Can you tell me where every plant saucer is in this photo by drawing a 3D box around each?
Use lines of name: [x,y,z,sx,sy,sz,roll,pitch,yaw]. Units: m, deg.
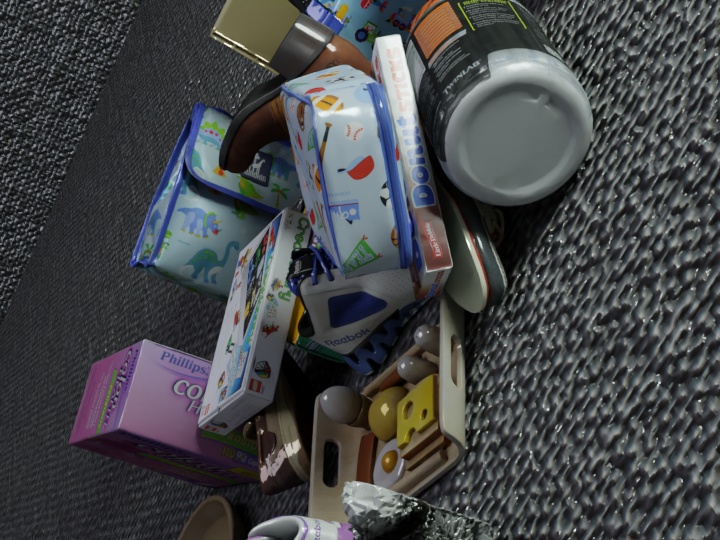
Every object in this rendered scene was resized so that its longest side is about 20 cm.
plant saucer: [-0.168,0.337,1.468,0.200,0.029,0.201,-51,27,39]

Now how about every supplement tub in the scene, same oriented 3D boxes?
supplement tub: [0.102,-0.148,1.117,0.123,0.122,0.200,-59,23,24]

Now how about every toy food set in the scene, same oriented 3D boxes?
toy food set: [0.019,0.119,1.157,0.200,0.060,0.144,-45,32,42]

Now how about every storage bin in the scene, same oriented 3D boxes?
storage bin: [-0.028,-0.298,1.483,0.201,0.198,0.094,-58,6,26]

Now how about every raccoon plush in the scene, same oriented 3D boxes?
raccoon plush: [0.011,0.219,0.949,0.096,0.200,0.135,9,78,36]

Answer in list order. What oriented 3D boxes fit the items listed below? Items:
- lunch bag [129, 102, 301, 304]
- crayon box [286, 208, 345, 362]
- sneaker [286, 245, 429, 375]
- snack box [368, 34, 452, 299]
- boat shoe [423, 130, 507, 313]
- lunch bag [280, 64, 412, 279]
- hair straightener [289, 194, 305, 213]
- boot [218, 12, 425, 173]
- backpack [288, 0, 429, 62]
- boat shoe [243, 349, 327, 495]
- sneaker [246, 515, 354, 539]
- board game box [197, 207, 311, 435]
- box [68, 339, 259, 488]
lunch bag: [-0.144,-0.068,1.585,0.127,0.169,0.201,-2,67,68]
crayon box: [-0.023,-0.018,1.378,0.201,0.058,0.119,-70,20,-2]
sneaker: [0.000,0.001,1.244,0.200,0.115,0.081,-58,24,27]
snack box: [0.039,-0.083,1.120,0.072,0.024,0.201,106,154,-71]
boat shoe: [0.084,-0.046,1.145,0.201,0.062,0.071,-112,27,-43]
lunch bag: [-0.010,-0.077,1.122,0.200,0.075,0.161,-122,18,-75]
hair straightener: [-0.035,-0.099,1.455,0.201,0.077,0.041,-65,22,-2]
boot: [-0.015,-0.115,1.287,0.189,0.199,0.069,-52,10,29]
backpack: [0.051,-0.284,1.313,0.200,0.182,0.135,-51,33,13]
boat shoe: [-0.086,0.141,1.362,0.072,0.072,0.201,-31,38,10]
sneaker: [-0.068,0.262,1.176,0.201,0.114,0.073,-53,28,39]
board game box: [-0.104,0.051,1.377,0.126,0.034,0.201,-38,36,57]
box: [-0.193,0.158,1.488,0.200,0.175,0.097,-24,49,61]
